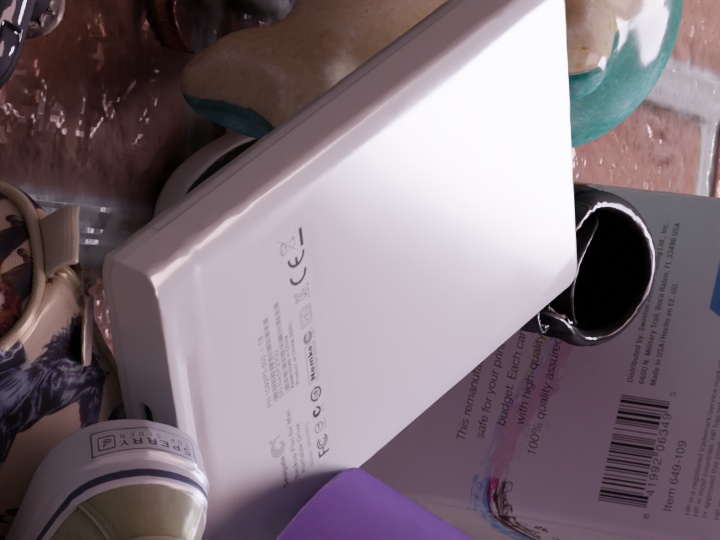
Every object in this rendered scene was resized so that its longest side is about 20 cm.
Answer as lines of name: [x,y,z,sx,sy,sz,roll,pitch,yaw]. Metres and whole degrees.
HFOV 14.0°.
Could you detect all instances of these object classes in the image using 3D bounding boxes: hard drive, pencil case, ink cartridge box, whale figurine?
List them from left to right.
pencil case: [-0.098,0.056,0.942,0.200,0.089,0.078,63,29,-50]
hard drive: [0.000,0.000,0.955,0.200,0.026,0.132,-39,138,-36]
whale figurine: [0.031,-0.079,1.085,0.200,0.159,0.104,-31,127,-34]
ink cartridge box: [0.109,0.055,1.239,0.146,0.199,0.147,43,59,-61]

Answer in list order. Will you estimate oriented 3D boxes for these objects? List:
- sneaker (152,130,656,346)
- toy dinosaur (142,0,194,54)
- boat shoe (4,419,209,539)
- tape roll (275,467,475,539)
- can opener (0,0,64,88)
sneaker: [0.026,-0.014,1.096,0.199,0.099,0.071,3,100,-34]
toy dinosaur: [0.001,-0.199,1.054,0.181,0.105,0.200,-21,150,-42]
boat shoe: [-0.094,0.125,0.916,0.200,0.072,0.062,113,-22,-47]
tape roll: [-0.018,0.171,0.956,0.200,0.085,0.200,-56,169,-16]
can opener: [-0.109,-0.145,0.901,0.079,0.063,0.201,47,55,-57]
